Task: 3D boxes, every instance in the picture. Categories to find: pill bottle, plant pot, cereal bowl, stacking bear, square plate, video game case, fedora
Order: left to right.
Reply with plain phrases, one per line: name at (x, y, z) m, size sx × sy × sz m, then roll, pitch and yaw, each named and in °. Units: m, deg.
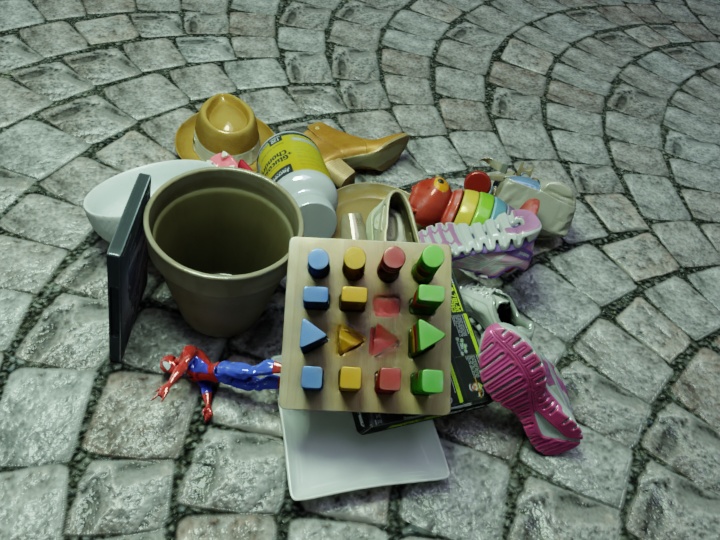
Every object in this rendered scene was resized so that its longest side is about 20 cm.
video game case at (-0.293, -0.001, 0.824) m, size 0.019 × 0.201 × 0.144 m, roll 10°, pitch 45°, yaw -9°
cereal bowl at (-0.300, -0.090, 0.969) m, size 0.197 × 0.084 × 0.201 m, roll -7°, pitch 30°, yaw 4°
plant pot at (-0.184, -0.007, 0.868) m, size 0.197 × 0.175 × 0.202 m, roll 8°, pitch 46°, yaw -8°
fedora at (-0.237, -0.253, 1.155) m, size 0.197 × 0.082 × 0.202 m, roll 6°, pitch 46°, yaw -6°
pill bottle at (-0.098, -0.128, 1.030) m, size 0.110 × 0.113 × 0.201 m, roll -5°, pitch 39°, yaw -16°
square plate at (-0.007, 0.188, 0.826) m, size 0.195 × 0.029 × 0.202 m, roll -3°, pitch 48°, yaw -15°
plant pot at (0.028, -0.072, 1.079) m, size 0.197 × 0.028 × 0.202 m, roll 5°, pitch 46°, yaw -6°
stacking bear at (0.170, -0.085, 1.043) m, size 0.198 × 0.114 × 0.122 m, roll 24°, pitch 46°, yaw -1°

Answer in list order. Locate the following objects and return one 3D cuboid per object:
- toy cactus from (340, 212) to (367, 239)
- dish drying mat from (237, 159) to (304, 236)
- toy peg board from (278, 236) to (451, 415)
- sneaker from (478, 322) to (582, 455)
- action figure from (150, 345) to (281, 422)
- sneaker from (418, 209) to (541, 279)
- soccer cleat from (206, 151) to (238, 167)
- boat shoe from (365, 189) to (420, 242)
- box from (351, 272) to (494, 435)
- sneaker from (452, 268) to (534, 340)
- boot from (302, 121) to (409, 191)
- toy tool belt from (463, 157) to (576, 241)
toy cactus at (0.000, 0.000, 0.931) m, size 0.197 × 0.102 × 0.168 m, roll -6°, pitch 83°, yaw -27°
dish drying mat at (-0.126, -0.068, 0.933) m, size 0.018 × 0.077 × 0.201 m, roll -20°, pitch 60°, yaw -32°
toy peg board at (0.011, 0.055, 0.727) m, size 0.196 × 0.098 × 0.203 m, roll 3°, pitch 76°, yaw -3°
sneaker at (0.214, 0.143, 0.843) m, size 0.081 × 0.201 × 0.089 m, roll -26°, pitch 21°, yaw 20°
action figure at (-0.169, 0.148, 0.794) m, size 0.197 × 0.066 × 0.100 m, roll 9°, pitch 49°, yaw 17°
sneaker at (0.166, -0.024, 0.952) m, size 0.197 × 0.089 × 0.081 m, roll -9°, pitch 36°, yaw 6°
soccer cleat at (-0.188, -0.100, 1.040) m, size 0.066 × 0.077 × 0.201 m, roll -29°, pitch 71°, yaw -3°
boat shoe at (0.051, -0.009, 0.825) m, size 0.071 × 0.065 × 0.202 m, roll 5°, pitch 59°, yaw -22°
box at (0.061, 0.093, 0.840) m, size 0.191 × 0.048 × 0.202 m, roll -5°, pitch 66°, yaw -30°
sneaker at (0.182, 0.049, 0.961) m, size 0.075 × 0.082 × 0.200 m, roll -24°, pitch 54°, yaw -28°
boot at (-0.020, -0.234, 1.190) m, size 0.200 × 0.071 × 0.144 m, roll -35°, pitch 65°, yaw -30°
toy tool belt at (0.274, -0.128, 1.139) m, size 0.197 × 0.126 × 0.123 m, roll 20°, pitch 15°, yaw 3°
